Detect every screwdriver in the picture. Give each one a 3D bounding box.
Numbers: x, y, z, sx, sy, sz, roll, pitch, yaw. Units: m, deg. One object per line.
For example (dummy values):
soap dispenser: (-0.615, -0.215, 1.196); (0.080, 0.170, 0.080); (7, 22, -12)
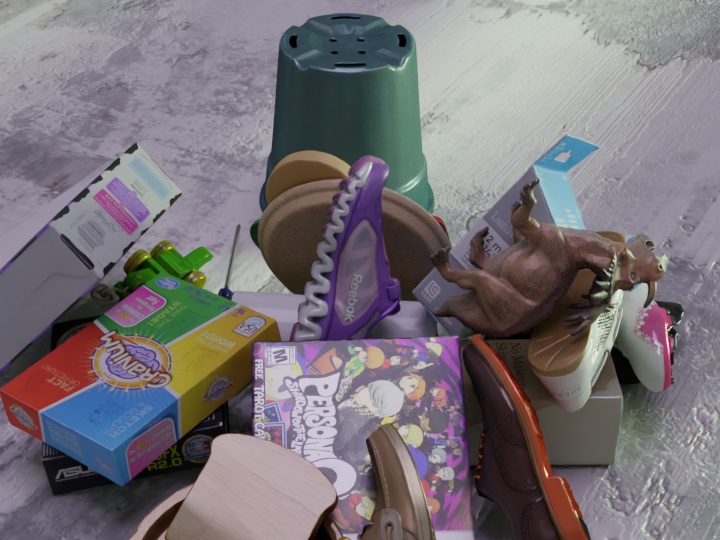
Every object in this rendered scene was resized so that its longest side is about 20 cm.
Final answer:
screwdriver: (-0.135, 0.013, 1.557); (0.028, 0.029, 0.201); (2, 31, 1)

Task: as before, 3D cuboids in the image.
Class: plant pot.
plant pot: (-0.015, -0.163, 1.667); (0.198, 0.197, 0.201); (0, 33, 0)

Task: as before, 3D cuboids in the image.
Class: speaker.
speaker: (-0.024, 0.065, 1.430); (0.198, 0.082, 0.081); (3, 34, 4)

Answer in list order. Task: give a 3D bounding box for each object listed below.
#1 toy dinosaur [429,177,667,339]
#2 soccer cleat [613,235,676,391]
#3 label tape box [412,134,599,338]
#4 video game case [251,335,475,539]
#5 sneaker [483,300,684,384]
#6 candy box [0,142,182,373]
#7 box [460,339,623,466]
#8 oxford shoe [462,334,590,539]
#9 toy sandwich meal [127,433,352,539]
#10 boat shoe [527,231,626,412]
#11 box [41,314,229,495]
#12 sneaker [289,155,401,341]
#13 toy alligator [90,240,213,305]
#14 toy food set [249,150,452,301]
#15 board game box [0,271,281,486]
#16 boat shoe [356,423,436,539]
toy dinosaur: (0.145, 0.013, 1.280); (0.136, 0.199, 0.086); (57, 21, 8)
soccer cleat: (0.238, 0.042, 1.403); (0.085, 0.070, 0.201); (-3, 36, 2)
label tape box: (0.152, -0.029, 1.399); (0.066, 0.200, 0.143); (48, 15, 12)
video game case: (0.000, 0.153, 1.255); (0.179, 0.036, 0.202); (-1, 64, -2)
sneaker: (0.216, 0.058, 1.468); (0.198, 0.060, 0.105); (7, 35, -1)
candy box: (-0.277, -0.014, 1.447); (0.072, 0.168, 0.200); (46, 30, -9)
box: (0.126, 0.117, 1.356); (0.198, 0.078, 0.095); (-1, 34, -3)
oxford shoe: (0.118, 0.148, 1.254); (0.072, 0.071, 0.201); (-26, 67, 9)
toy sandwich meal: (-0.092, 0.223, 1.149); (0.203, 0.070, 0.207); (0, 55, 0)
boat shoe: (0.194, 0.043, 1.337); (0.070, 0.070, 0.201); (-3, 37, 29)
box: (-0.201, 0.107, 1.375); (0.159, 0.045, 0.201); (-10, 34, -1)
sneaker: (0.000, 0.000, 1.356); (0.088, 0.202, 0.081); (16, 7, -3)
toy alligator: (-0.212, 0.019, 1.497); (0.059, 0.054, 0.200); (40, 28, 13)
toy food set: (-0.008, -0.023, 1.465); (0.198, 0.199, 0.049); (16, 50, -4)
board game box: (-0.188, 0.088, 1.324); (0.152, 0.041, 0.200); (20, 44, 36)
boat shoe: (0.026, 0.214, 1.165); (0.064, 0.071, 0.201); (-13, 62, -2)
